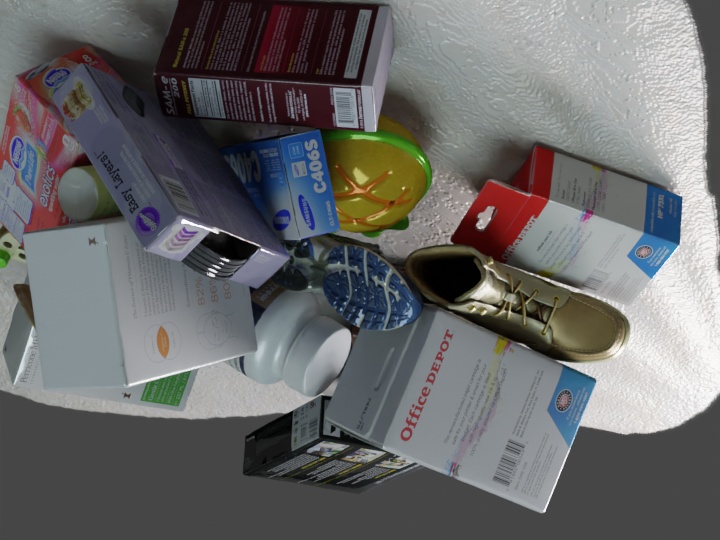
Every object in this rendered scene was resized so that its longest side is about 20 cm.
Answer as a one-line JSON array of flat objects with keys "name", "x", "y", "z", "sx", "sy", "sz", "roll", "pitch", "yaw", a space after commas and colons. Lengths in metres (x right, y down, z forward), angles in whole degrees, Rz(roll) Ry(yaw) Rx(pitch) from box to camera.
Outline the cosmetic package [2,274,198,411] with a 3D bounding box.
[{"name": "cosmetic package", "x": -0.281, "y": 0.079, "z": 1.877, "sx": 0.200, "sy": 0.085, "sz": 0.108, "roll": 10, "pitch": 113, "yaw": -26}]

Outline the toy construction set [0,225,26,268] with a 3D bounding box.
[{"name": "toy construction set", "x": -0.407, "y": -0.067, "z": 1.801, "sx": 0.200, "sy": 0.092, "sz": 0.131, "roll": 14, "pitch": 143, "yaw": -20}]

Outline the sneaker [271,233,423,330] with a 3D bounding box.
[{"name": "sneaker", "x": 0.000, "y": 0.000, "z": 1.681, "sx": 0.200, "sy": 0.085, "sz": 0.077, "roll": 27, "pitch": 114, "yaw": 43}]

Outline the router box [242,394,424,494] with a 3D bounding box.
[{"name": "router box", "x": -0.021, "y": 0.192, "z": 1.846, "sx": 0.149, "sy": 0.051, "sz": 0.200, "roll": 13, "pitch": 157, "yaw": -25}]

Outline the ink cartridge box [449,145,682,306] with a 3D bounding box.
[{"name": "ink cartridge box", "x": 0.201, "y": -0.049, "z": 1.674, "sx": 0.200, "sy": 0.067, "sz": 0.116, "roll": 19, "pitch": 142, "yaw": -9}]

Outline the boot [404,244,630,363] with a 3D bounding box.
[{"name": "boot", "x": 0.153, "y": 0.030, "z": 1.658, "sx": 0.200, "sy": 0.073, "sz": 0.155, "roll": 21, "pitch": 177, "yaw": 27}]

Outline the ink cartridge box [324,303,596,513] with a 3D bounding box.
[{"name": "ink cartridge box", "x": 0.098, "y": 0.129, "z": 1.703, "sx": 0.200, "sy": 0.147, "sz": 0.146, "roll": 25, "pitch": 176, "yaw": -25}]

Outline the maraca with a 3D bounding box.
[{"name": "maraca", "x": -0.001, "y": -0.084, "z": 1.657, "sx": 0.137, "sy": 0.107, "sz": 0.200, "roll": 9, "pitch": 153, "yaw": -1}]

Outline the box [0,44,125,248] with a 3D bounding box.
[{"name": "box", "x": -0.288, "y": -0.108, "z": 1.672, "sx": 0.103, "sy": 0.095, "sz": 0.200, "roll": 45, "pitch": 140, "yaw": 18}]

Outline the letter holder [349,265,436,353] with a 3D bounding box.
[{"name": "letter holder", "x": 0.067, "y": 0.097, "z": 1.864, "sx": 0.142, "sy": 0.101, "sz": 0.200, "roll": 5, "pitch": 141, "yaw": 6}]

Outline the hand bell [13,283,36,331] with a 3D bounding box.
[{"name": "hand bell", "x": -0.244, "y": 0.005, "z": 1.745, "sx": 0.200, "sy": 0.104, "sz": 0.104, "roll": -33, "pitch": 133, "yaw": -3}]

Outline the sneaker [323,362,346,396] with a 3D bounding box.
[{"name": "sneaker", "x": -0.076, "y": 0.096, "z": 1.921, "sx": 0.073, "sy": 0.071, "sz": 0.200, "roll": -20, "pitch": 131, "yaw": 34}]

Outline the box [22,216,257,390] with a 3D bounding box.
[{"name": "box", "x": -0.206, "y": 0.022, "z": 1.619, "sx": 0.106, "sy": 0.153, "sz": 0.200, "roll": -5, "pitch": -176, "yaw": 34}]

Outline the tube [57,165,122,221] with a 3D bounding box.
[{"name": "tube", "x": -0.206, "y": -0.083, "z": 1.648, "sx": 0.058, "sy": 0.200, "sz": 0.052, "roll": 0, "pitch": 97, "yaw": 32}]

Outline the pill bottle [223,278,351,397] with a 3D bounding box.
[{"name": "pill bottle", "x": -0.113, "y": 0.050, "z": 1.784, "sx": 0.200, "sy": 0.111, "sz": 0.111, "roll": 30, "pitch": 147, "yaw": 23}]

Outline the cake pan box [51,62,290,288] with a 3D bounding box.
[{"name": "cake pan box", "x": -0.166, "y": -0.080, "z": 1.527, "sx": 0.052, "sy": 0.200, "sz": 0.184, "roll": -43, "pitch": 153, "yaw": 16}]

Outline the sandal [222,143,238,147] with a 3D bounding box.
[{"name": "sandal", "x": -0.086, "y": -0.037, "z": 1.762, "sx": 0.077, "sy": 0.070, "sz": 0.212, "roll": -9, "pitch": 137, "yaw": 25}]

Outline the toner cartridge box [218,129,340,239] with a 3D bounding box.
[{"name": "toner cartridge box", "x": -0.080, "y": -0.079, "z": 1.613, "sx": 0.043, "sy": 0.095, "sz": 0.200, "roll": -15, "pitch": -174, "yaw": -19}]

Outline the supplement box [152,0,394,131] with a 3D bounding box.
[{"name": "supplement box", "x": -0.077, "y": -0.189, "z": 1.542, "sx": 0.199, "sy": 0.109, "sz": 0.061, "roll": 6, "pitch": 141, "yaw": 9}]
